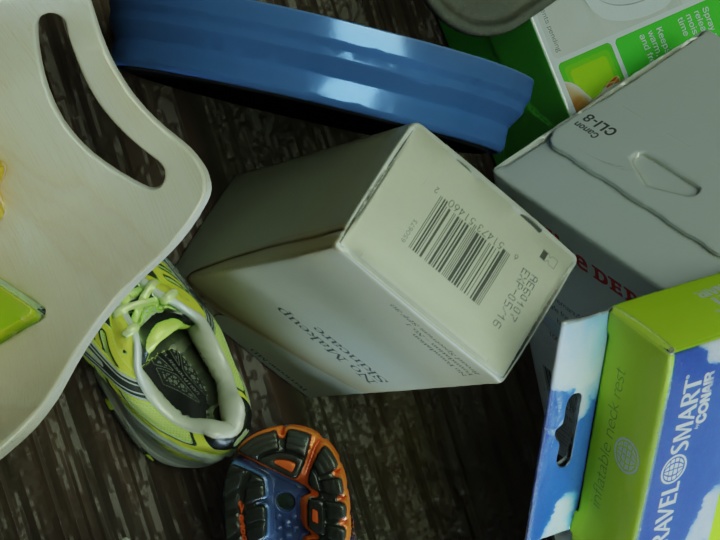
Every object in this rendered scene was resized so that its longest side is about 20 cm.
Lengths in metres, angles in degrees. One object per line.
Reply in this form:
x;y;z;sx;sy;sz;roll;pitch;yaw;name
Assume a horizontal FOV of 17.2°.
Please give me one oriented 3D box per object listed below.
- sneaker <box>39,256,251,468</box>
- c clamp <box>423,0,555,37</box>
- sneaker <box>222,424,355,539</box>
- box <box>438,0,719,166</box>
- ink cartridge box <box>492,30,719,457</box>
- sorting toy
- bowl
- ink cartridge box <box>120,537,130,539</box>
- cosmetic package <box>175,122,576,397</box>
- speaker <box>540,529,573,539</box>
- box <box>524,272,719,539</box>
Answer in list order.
-0.113;0.005;1.121;0.075;0.076;0.200;-44;103;-21;sneaker
0.071;-0.206;1.142;0.200;0.027;0.171;-30;110;-26;c clamp
-0.028;0.167;1.149;0.075;0.078;0.201;6;100;7;sneaker
0.126;-0.175;1.248;0.176;0.097;0.201;-23;94;-24;box
0.175;0.017;1.173;0.144;0.145;0.200;-34;135;-19;ink cartridge box
-0.169;-0.036;1.047;0.180;0.107;0.200;-33;101;-1;sorting toy
-0.021;-0.091;1.110;0.200;0.201;0.040;12;91;-25;bowl
-0.138;0.250;1.074;0.200;0.043;0.197;-32;99;-8;ink cartridge box
0.000;0.000;1.109;0.103;0.200;0.073;39;70;-17;cosmetic package
0.182;0.147;1.108;0.199;0.081;0.082;-2;85;-8;speaker
0.170;0.058;1.055;0.200;0.048;0.122;-15;126;-33;box
